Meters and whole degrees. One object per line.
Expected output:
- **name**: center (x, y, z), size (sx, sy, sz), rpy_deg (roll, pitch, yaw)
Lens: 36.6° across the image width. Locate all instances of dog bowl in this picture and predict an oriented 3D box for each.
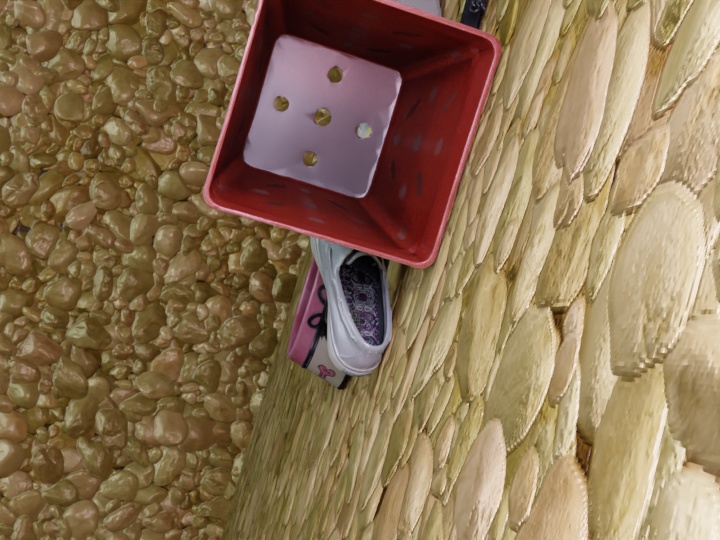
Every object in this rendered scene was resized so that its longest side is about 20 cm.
- **dog bowl**: center (-0.029, 0.034, 1.277), size (0.200, 0.074, 0.200), rpy_deg (-163, 90, -84)

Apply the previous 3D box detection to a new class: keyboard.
- **keyboard**: center (0.113, -0.260, 1.052), size (0.127, 0.021, 0.200), rpy_deg (106, 178, -72)

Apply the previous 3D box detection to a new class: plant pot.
- **plant pot**: center (-0.021, -0.134, 0.956), size (0.176, 0.200, 0.200), rpy_deg (-138, 64, -76)

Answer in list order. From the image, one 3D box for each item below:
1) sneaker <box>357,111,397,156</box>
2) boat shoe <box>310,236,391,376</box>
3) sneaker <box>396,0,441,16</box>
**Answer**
- **sneaker**: center (0.025, -0.083, 1.124), size (0.200, 0.078, 0.090), rpy_deg (97, 160, -46)
- **boat shoe**: center (-0.001, 0.000, 1.055), size (0.072, 0.070, 0.201), rpy_deg (131, 138, -53)
- **sneaker**: center (0.062, -0.296, 1.415), size (0.201, 0.073, 0.114), rpy_deg (-63, -9, -58)
